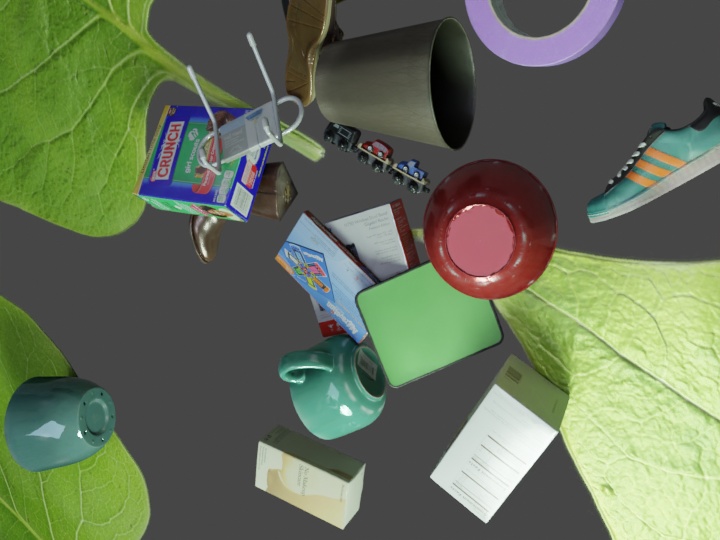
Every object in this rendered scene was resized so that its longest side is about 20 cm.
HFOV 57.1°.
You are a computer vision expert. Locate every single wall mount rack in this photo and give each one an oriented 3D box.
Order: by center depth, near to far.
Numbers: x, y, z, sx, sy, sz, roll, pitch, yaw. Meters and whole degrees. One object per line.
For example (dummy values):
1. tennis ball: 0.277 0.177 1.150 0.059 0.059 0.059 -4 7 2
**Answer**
1. wall mount rack: -0.189 -0.249 1.010 0.195 0.074 0.178 -20 65 17

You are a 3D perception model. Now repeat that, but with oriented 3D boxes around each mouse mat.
1. mouse mat: 0.105 0.072 1.010 0.195 0.008 0.165 -23 96 3

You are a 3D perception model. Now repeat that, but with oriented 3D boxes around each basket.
1. basket: 0.044 -0.261 0.924 0.195 0.138 0.182 12 147 31

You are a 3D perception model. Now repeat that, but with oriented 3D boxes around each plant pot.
1. plant pot: -0.635 0.326 1.441 0.156 0.201 0.207 -9 101 15

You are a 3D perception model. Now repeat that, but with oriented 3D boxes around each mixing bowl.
1. mixing bowl: 0.171 -0.047 0.913 0.194 0.108 0.207 4 102 17

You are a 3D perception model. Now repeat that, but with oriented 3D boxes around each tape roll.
1. tape roll: 0.232 -0.364 0.832 0.195 0.065 0.206 9 108 27

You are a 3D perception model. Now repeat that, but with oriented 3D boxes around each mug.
1. mug: -0.034 0.185 1.068 0.113 0.184 0.156 -26 82 28

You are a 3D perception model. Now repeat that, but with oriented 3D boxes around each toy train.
1. toy train: 0.028 -0.178 1.018 0.197 0.034 0.047 33 106 17

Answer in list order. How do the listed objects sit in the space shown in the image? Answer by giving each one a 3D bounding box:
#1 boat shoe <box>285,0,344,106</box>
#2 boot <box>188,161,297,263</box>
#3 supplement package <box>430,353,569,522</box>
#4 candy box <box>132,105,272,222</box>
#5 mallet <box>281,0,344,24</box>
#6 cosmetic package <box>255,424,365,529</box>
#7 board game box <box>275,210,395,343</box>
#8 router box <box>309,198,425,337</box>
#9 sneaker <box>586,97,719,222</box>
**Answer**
1. boat shoe: -0.063 -0.344 0.975 0.071 0.072 0.204 32 135 22
2. boot: -0.202 -0.096 1.152 0.194 0.064 0.192 7 106 22
3. supplement package: 0.208 0.252 0.996 0.108 0.113 0.203 35 118 13
4. candy box: -0.260 -0.182 1.103 0.195 0.077 0.174 8 74 26
5. mallet: -0.033 -0.416 0.981 0.196 0.041 0.067 -23 97 28
6. cosmetic package: -0.095 0.378 1.224 0.195 0.071 0.108 16 111 24
7. board game box: -0.043 0.011 1.060 0.200 0.019 0.104 44 119 11
8. router box: 0.000 0.000 1.074 0.196 0.049 0.184 -14 97 31
9. sneaker: 0.365 -0.135 0.827 0.198 0.071 0.081 -32 84 27
